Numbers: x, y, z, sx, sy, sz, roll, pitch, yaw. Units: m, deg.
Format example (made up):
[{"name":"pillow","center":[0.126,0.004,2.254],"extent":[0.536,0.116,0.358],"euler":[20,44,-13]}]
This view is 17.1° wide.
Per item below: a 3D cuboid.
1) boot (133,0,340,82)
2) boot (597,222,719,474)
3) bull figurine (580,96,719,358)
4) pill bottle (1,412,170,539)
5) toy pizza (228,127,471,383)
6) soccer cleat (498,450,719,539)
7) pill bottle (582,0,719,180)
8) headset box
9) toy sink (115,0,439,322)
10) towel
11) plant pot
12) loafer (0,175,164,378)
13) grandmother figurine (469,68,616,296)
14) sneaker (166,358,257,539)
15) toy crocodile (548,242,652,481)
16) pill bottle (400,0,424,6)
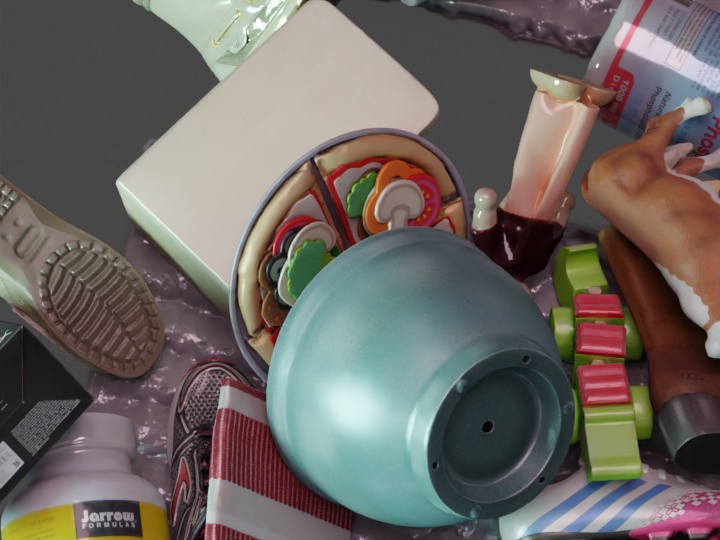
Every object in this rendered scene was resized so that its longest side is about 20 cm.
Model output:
[{"name":"boot","center":[-0.080,-0.240,1.749],"extent":[0.155,0.072,0.200],"euler":[42,116,17]},{"name":"boot","center":[0.265,0.061,1.685],"extent":[0.188,0.069,0.200],"euler":[8,46,-24]},{"name":"bull figurine","center":[0.238,-0.027,1.633],"extent":[0.121,0.065,0.200],"euler":[-36,59,-10]},{"name":"pill bottle","center":[-0.180,0.202,1.596],"extent":[0.112,0.112,0.201],"euler":[-7,70,-4]},{"name":"toy pizza","center":[0.000,0.000,1.644],"extent":[0.200,0.200,0.032],"euler":[-39,39,-15]},{"name":"soccer cleat","center":[0.193,0.156,1.644],"extent":[0.199,0.070,0.087],"euler":[-3,62,-4]},{"name":"pill bottle","center":[0.266,-0.121,1.731],"extent":[0.200,0.109,0.109],"euler":[27,71,10]},{"name":"headset box","center":[-0.283,0.106,1.599],"extent":[0.149,0.200,0.077],"euler":[-48,113,-17]},{"name":"toy sink","center":[-0.053,-0.070,1.704],"extent":[0.130,0.112,0.200],"euler":[42,79,14]},{"name":"towel","center":[-0.057,0.186,1.599],"extent":[0.023,0.144,0.201],"euler":[-12,64,35]},{"name":"plant pot","center":[0.057,0.086,1.578],"extent":[0.200,0.201,0.134],"euler":[-39,34,-15]},{"name":"loafer","center":[-0.221,0.000,1.699],"extent":[0.200,0.068,0.076],"euler":[43,75,-3]},{"name":"grandmother figurine","center":[0.117,-0.038,1.685],"extent":[0.061,0.121,0.201],"euler":[25,103,44]},{"name":"sneaker","center":[-0.091,0.154,1.636],"extent":[0.080,0.075,0.201],"euler":[-4,68,-3]},{"name":"toy crocodile","center":[0.165,0.065,1.665],"extent":[0.067,0.062,0.200],"euler":[0,45,0]},{"name":"pill bottle","center":[0.104,-0.279,1.787],"extent":[0.200,0.111,0.111],"euler":[-30,72,-12]}]
